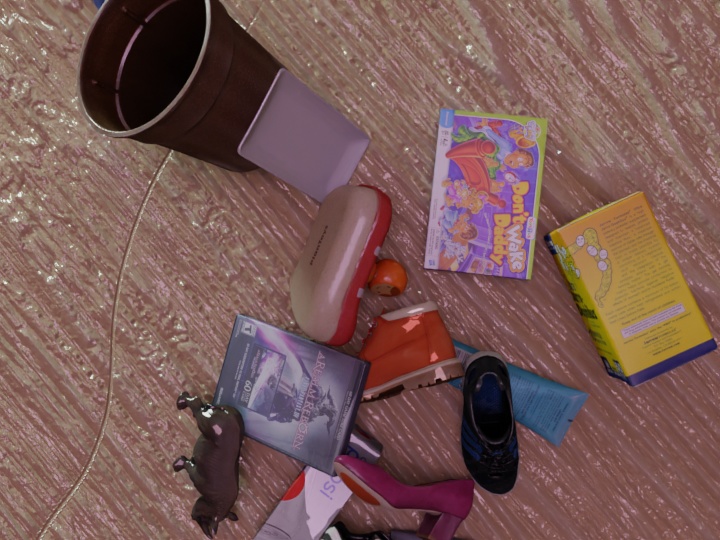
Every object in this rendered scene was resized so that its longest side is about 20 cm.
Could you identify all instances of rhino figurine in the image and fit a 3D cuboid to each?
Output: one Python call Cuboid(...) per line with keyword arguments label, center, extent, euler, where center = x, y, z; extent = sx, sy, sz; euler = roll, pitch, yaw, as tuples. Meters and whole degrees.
Cuboid(label="rhino figurine", center=(-0.188, 0.253, 0.987), extent=(0.087, 0.060, 0.201), euler=(13, 107, 28))

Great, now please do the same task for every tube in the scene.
Cuboid(label="tube", center=(0.178, 0.145, 0.982), extent=(0.199, 0.050, 0.078), euler=(26, 105, 1))

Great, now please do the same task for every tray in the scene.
Cuboid(label="tray", center=(-0.067, -0.154, 0.944), extent=(0.022, 0.200, 0.108), euler=(28, 91, 34))

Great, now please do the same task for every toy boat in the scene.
Cuboid(label="toy boat", center=(0.000, 0.000, 0.973), extent=(0.130, 0.130, 0.201), euler=(22, 91, -25))

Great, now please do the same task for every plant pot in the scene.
Cuboid(label="plant pot", center=(-0.186, -0.215, 0.916), extent=(0.200, 0.198, 0.201), euler=(-9, 72, 30))

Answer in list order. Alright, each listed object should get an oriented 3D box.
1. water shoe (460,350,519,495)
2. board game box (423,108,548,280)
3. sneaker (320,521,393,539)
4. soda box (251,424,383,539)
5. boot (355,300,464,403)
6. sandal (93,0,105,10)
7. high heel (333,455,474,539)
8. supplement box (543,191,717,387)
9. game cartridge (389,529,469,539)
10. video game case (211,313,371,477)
Cuboid(label="water shoe", center=(0.152, 0.197, 0.939), extent=(0.071, 0.079, 0.201), euler=(-8, 110, 8))
Cuboid(label="board game box", center=(0.156, -0.094, 0.987), extent=(0.134, 0.045, 0.201), euler=(6, 89, 4))
Cuboid(label="sneaker", center=(0.038, 0.363, 0.940), extent=(0.199, 0.074, 0.080), euler=(15, 88, 4))
Cuboid(label="soda box", center=(-0.056, 0.285, 0.986), extent=(0.068, 0.063, 0.200), euler=(37, 92, 4))
Cuboid(label="boot", center=(0.025, 0.106, 0.966), extent=(0.199, 0.075, 0.108), euler=(-22, 78, 27))
Cuboid(label="sandal", center=(-0.321, -0.361, 1.008), extent=(0.200, 0.087, 0.080), euler=(44, 90, 2))
Cuboid(label="high heel", center=(0.055, 0.252, 0.953), extent=(0.200, 0.067, 0.096), euler=(42, 63, -26))
Cuboid(label="supplement box", center=(0.317, 0.022, 0.941), extent=(0.109, 0.109, 0.201), euler=(-25, 87, 3))
Cuboid(label="game cartridge", center=(0.090, 0.437, 0.988), extent=(0.133, 0.041, 0.201), euler=(7, 90, 0))
Cuboid(label="video game case", center=(-0.093, 0.151, 0.974), extent=(0.199, 0.019, 0.143), euler=(17, 93, 29))
